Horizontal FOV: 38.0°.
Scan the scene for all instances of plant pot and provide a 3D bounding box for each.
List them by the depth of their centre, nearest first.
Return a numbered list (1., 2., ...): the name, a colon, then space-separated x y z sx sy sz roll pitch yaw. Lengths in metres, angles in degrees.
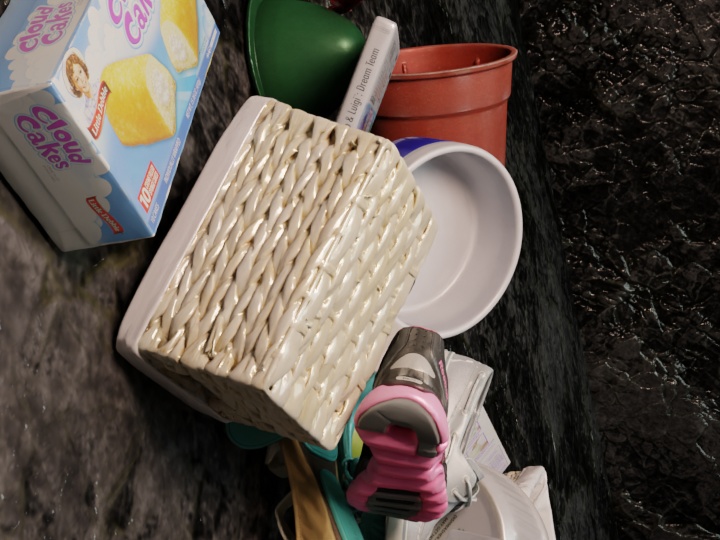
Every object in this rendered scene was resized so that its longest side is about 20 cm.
1. plant pot: 0.089 -0.149 1.218 0.201 0.198 0.198 -54 140 -65

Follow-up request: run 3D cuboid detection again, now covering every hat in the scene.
1. hat: 0.001 -0.207 0.967 0.200 0.174 0.168 -14 95 -72

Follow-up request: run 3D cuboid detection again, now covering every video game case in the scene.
1. video game case: -0.007 -0.127 0.947 0.200 0.023 0.184 -65 177 -84

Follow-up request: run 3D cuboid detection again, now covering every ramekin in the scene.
1. ramekin: 0.067 0.257 0.938 0.094 0.200 0.205 50 36 -53

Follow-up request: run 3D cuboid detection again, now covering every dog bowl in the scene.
1. dog bowl: 0.071 -0.036 1.089 0.198 0.078 0.203 -11 109 -32

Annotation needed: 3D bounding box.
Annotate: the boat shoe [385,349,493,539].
1. boat shoe: 0.070 0.165 0.886 0.070 0.071 0.203 73 31 -64

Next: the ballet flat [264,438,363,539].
1. ballet flat: -0.047 0.164 0.837 0.069 0.063 0.201 44 21 -45

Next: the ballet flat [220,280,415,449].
1. ballet flat: -0.031 0.055 0.808 0.068 0.200 0.068 44 1 -15

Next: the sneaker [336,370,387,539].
1. sneaker: -0.005 0.183 0.885 0.080 0.076 0.203 100 0 -79

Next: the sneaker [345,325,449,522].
1. sneaker: 0.034 0.115 0.769 0.201 0.078 0.096 97 2 -53

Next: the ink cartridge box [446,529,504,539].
1. ink cartridge box: 0.106 0.300 0.759 0.040 0.199 0.202 32 68 -28

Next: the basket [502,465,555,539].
1. basket: 0.133 0.338 1.161 0.198 0.159 0.203 -9 92 -72

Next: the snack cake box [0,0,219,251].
1. snack cake box: -0.155 -0.125 0.633 0.116 0.066 0.202 65 24 -44

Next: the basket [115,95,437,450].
1. basket: -0.047 0.006 0.706 0.202 0.122 0.136 -63 149 -16

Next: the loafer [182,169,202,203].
1. loafer: -0.085 -0.062 0.836 0.200 0.072 0.072 -51 140 -59

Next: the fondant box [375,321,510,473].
1. fondant box: 0.064 0.135 1.069 0.058 0.144 0.201 -47 141 -13
